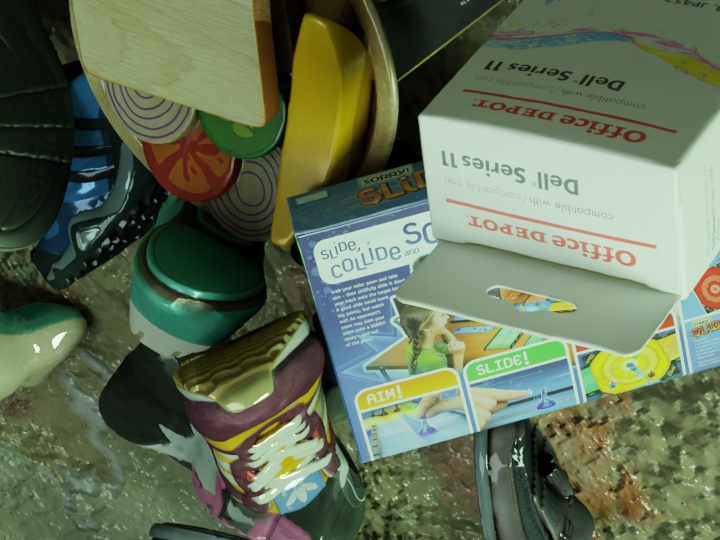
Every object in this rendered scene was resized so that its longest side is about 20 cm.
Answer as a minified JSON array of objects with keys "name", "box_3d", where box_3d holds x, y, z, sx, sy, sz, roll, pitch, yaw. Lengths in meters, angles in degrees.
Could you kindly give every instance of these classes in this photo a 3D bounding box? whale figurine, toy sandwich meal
[{"name":"whale figurine","box_3d":[-0.264,0.041,1.296,0.159,0.200,0.104,-42,67,49]},{"name":"toy sandwich meal","box_3d":[-0.071,-0.097,1.020,0.205,0.070,0.205,19,129,25]}]

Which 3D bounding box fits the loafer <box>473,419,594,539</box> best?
[{"name":"loafer","box_3d":[0.104,0.142,1.195,0.063,0.072,0.200,-3,132,14]}]

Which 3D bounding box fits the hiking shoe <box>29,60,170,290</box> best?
[{"name":"hiking shoe","box_3d":[-0.133,-0.072,1.179,0.087,0.074,0.200,45,130,8]}]

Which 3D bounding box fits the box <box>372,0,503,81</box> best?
[{"name":"box","box_3d":[0.001,-0.173,1.001,0.160,0.049,0.200,49,138,-7]}]

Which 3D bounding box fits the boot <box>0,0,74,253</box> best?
[{"name":"boot","box_3d":[-0.221,-0.086,1.170,0.154,0.073,0.204,-32,64,51]}]

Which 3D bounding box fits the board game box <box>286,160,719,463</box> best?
[{"name":"board game box","box_3d":[0.079,0.003,1.020,0.200,0.034,0.135,-15,123,0]}]

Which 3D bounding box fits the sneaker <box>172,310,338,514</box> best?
[{"name":"sneaker","box_3d":[-0.041,0.074,1.065,0.200,0.075,0.090,-167,52,-88]}]

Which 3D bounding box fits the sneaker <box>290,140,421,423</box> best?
[{"name":"sneaker","box_3d":[0.000,0.000,1.136,0.114,0.076,0.199,50,152,14]}]

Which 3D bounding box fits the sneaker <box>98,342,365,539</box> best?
[{"name":"sneaker","box_3d":[-0.055,0.098,1.236,0.086,0.080,0.200,29,-176,-44]}]

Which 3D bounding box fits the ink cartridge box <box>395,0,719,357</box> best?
[{"name":"ink cartridge box","box_3d":[0.103,-0.057,0.911,0.117,0.200,0.067,13,132,27]}]

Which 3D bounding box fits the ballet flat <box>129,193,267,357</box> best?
[{"name":"ballet flat","box_3d":[-0.082,0.006,1.106,0.067,0.200,0.070,27,109,-5]}]

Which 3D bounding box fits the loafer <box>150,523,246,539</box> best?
[{"name":"loafer","box_3d":[-0.043,0.193,1.252,0.072,0.063,0.200,5,165,46]}]
